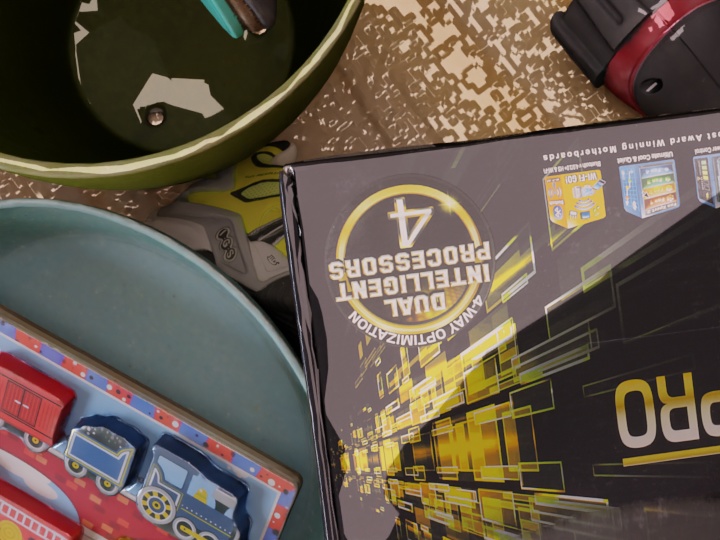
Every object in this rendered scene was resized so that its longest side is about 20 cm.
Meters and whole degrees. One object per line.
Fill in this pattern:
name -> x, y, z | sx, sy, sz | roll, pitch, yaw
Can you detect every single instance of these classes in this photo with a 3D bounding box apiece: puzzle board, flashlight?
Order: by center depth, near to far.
puzzle board -> -0.129, 0.085, 0.800 | 0.199, 0.017, 0.151 | 29, 122, 11
flashlight -> 0.157, -0.039, 0.822 | 0.068, 0.068, 0.200 | -29, 72, -36

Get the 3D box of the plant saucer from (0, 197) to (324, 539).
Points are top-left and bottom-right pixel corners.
plant saucer -> -0.089, 0.061, 0.800 | 0.199, 0.036, 0.201 | 11, 118, 20

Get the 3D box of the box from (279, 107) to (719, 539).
box -> 0.082, 0.034, 0.689 | 0.199, 0.049, 0.162 | -7, 94, -2

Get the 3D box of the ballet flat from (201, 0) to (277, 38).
ballet flat -> -0.071, -0.162, 0.659 | 0.073, 0.073, 0.200 | -39, 78, -3

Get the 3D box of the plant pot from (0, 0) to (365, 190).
plant pot -> -0.078, -0.104, 0.784 | 0.186, 0.200, 0.188 | -1, 80, 3

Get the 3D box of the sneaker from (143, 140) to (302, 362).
sneaker -> 0.000, 0.000, 0.788 | 0.200, 0.076, 0.076 | 26, 67, 42
